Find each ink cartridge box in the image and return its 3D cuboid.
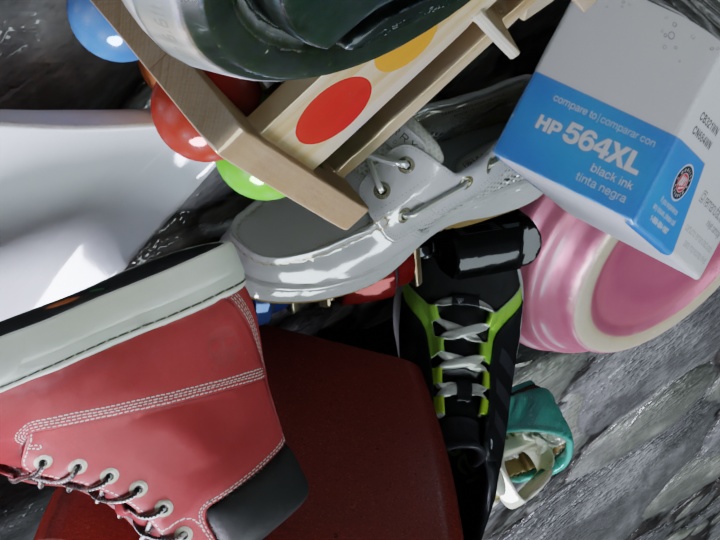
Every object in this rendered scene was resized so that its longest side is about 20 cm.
[{"bbox_3d":[0.163,-0.112,1.001,0.200,0.084,0.146,-62,155,1],"label":"ink cartridge box"}]

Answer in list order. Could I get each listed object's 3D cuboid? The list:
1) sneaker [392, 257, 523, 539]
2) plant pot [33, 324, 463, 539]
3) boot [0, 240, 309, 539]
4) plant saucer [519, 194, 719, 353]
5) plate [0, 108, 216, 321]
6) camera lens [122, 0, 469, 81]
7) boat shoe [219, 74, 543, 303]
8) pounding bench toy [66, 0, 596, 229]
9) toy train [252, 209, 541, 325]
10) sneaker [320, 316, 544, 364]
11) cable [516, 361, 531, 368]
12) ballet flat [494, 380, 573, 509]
[{"bbox_3d":[0.056,0.071,1.084,0.072,0.083,0.200,1,102,-13],"label":"sneaker"},{"bbox_3d":[-0.056,0.136,1.020,0.200,0.200,0.176,110,-8,-48],"label":"plant pot"},{"bbox_3d":[-0.115,0.086,0.836,0.200,0.144,0.072,-21,-171,-31],"label":"boot"},{"bbox_3d":[0.164,-0.026,1.162,0.200,0.051,0.201,-28,144,-22],"label":"plant saucer"},{"bbox_3d":[-0.169,-0.005,0.813,0.200,0.032,0.200,-46,157,30],"label":"plate"},{"bbox_3d":[-0.036,-0.163,0.545,0.160,0.200,0.160,-32,156,-17],"label":"camera lens"},{"bbox_3d":[0.015,-0.049,0.995,0.200,0.071,0.069,-27,144,-31],"label":"boat shoe"},{"bbox_3d":[-0.006,-0.102,0.791,0.156,0.124,0.200,-43,157,8],"label":"pounding bench toy"},{"bbox_3d":[0.000,0.000,1.019,0.200,0.046,0.034,-11,116,-21],"label":"toy train"},{"bbox_3d":[0.032,0.059,1.210,0.200,0.060,0.104,-34,152,-24],"label":"sneaker"},{"bbox_3d":[0.013,0.096,1.300,0.200,0.050,0.097,-11,160,-27],"label":"cable"},{"bbox_3d":[0.069,0.108,1.197,0.067,0.070,0.200,-46,159,27],"label":"ballet flat"}]
